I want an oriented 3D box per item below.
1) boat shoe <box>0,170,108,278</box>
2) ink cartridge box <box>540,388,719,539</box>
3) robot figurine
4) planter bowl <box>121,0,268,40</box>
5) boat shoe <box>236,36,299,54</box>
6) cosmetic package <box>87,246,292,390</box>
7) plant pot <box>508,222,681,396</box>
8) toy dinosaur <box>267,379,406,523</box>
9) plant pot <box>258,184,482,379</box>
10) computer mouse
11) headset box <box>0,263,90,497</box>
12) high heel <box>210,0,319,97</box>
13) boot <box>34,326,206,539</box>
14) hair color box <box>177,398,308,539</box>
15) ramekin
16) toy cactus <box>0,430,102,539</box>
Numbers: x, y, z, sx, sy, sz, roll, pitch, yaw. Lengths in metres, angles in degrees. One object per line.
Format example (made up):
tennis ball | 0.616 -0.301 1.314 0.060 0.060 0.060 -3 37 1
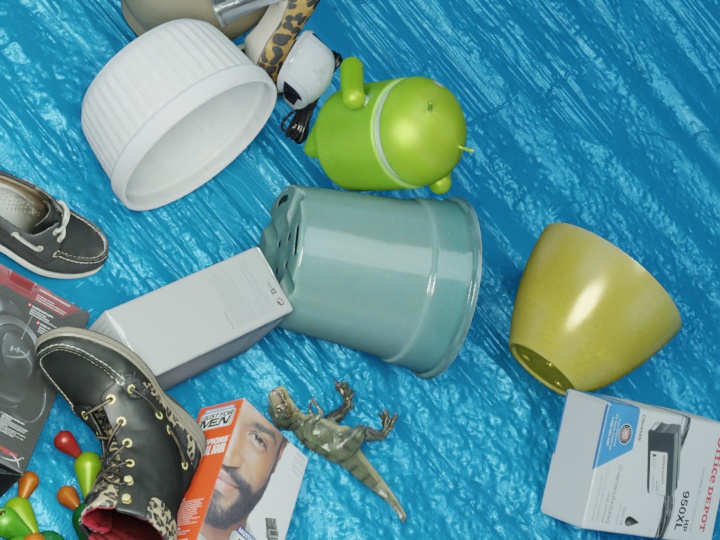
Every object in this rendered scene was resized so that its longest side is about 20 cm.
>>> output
boat shoe | -0.319 -0.051 1.427 0.199 0.060 0.075 28 49 -37
ink cartridge box | 0.321 0.228 1.696 0.198 0.084 0.146 12 90 -30
robot figurine | 0.030 -0.145 1.575 0.175 0.199 0.116 42 64 -32
planter bowl | -0.190 -0.325 1.638 0.199 0.135 0.201 21 42 -20
boat shoe | -0.118 -0.214 1.679 0.066 0.075 0.199 47 36 13
cosmetic package | -0.178 0.062 1.449 0.199 0.113 0.082 -23 78 -44
plant pot | 0.255 0.063 1.732 0.200 0.200 0.142 42 77 -8
toy dinosaur | -0.013 0.171 1.550 0.200 0.047 0.088 39 62 -12
plant pot | 0.000 0.000 1.571 0.194 0.200 0.202 12 57 -21
computer mouse | -0.052 -0.200 1.576 0.044 0.200 0.110 31 88 3
headset box | -0.346 0.081 1.337 0.148 0.077 0.201 30 50 -19
high heel | -0.061 -0.258 1.575 0.200 0.141 0.072 54 15 -60
boot | -0.217 0.156 1.291 0.200 0.073 0.151 50 27 -31
hair color box | -0.126 0.237 1.394 0.111 0.063 0.201 47 42 -34
ramekin | -0.194 -0.166 1.518 0.199 0.200 0.105 -29 73 -43
toy cactus | -0.253 0.254 1.304 0.165 0.102 0.201 43 37 -22
